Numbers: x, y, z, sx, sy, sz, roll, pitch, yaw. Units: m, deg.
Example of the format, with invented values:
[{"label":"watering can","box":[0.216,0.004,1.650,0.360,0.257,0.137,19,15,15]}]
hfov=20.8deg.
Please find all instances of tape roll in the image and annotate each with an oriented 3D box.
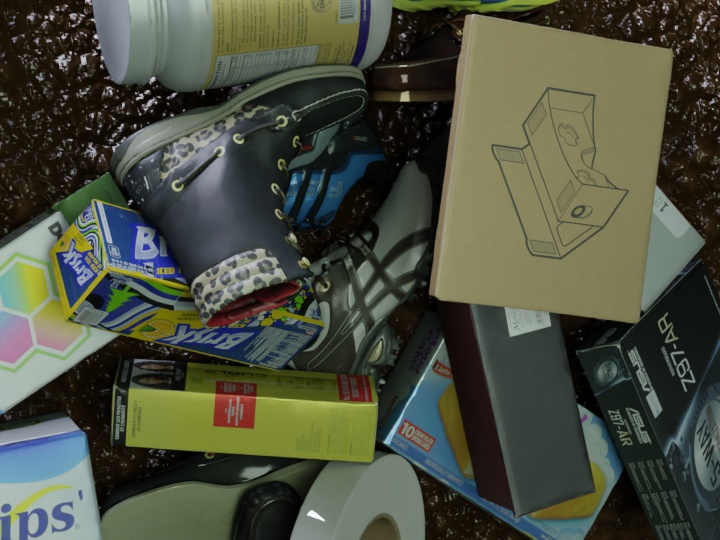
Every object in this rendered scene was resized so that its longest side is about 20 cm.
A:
[{"label":"tape roll","box":[-0.004,0.239,1.510,0.037,0.203,0.205,8,93,23]}]

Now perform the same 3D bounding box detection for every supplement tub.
[{"label":"supplement tub","box":[-0.090,-0.210,1.452,0.198,0.145,0.147,-8,97,-18]}]

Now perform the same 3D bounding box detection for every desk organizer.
[{"label":"desk organizer","box":[0.115,0.080,1.515,0.071,0.077,0.202,-15,99,-18]}]

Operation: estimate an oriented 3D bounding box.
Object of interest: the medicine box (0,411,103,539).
[{"label":"medicine box","box":[-0.283,0.222,1.443,0.181,0.103,0.202,-11,99,-18]}]

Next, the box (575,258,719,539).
[{"label":"box","box":[0.268,0.114,1.622,0.160,0.043,0.201,-37,107,-46]}]

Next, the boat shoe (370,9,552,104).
[{"label":"boat shoe","box":[0.080,-0.169,1.532,0.199,0.070,0.071,-14,108,-47]}]

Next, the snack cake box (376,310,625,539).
[{"label":"snack cake box","box":[0.112,0.135,1.595,0.199,0.067,0.115,33,84,-19]}]

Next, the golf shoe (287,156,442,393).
[{"label":"golf shoe","box":[0.000,0.000,1.526,0.094,0.078,0.201,18,98,-16]}]

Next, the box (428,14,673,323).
[{"label":"box","box":[0.138,-0.071,1.399,0.162,0.021,0.202,7,92,-19]}]

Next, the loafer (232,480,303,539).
[{"label":"loafer","box":[-0.054,0.259,1.516,0.072,0.072,0.201,-15,116,-13]}]

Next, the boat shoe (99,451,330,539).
[{"label":"boat shoe","box":[-0.109,0.170,1.524,0.200,0.063,0.074,-13,129,-17]}]

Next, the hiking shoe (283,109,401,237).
[{"label":"hiking shoe","box":[-0.061,-0.054,1.513,0.199,0.074,0.087,-35,104,-14]}]

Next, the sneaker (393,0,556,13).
[{"label":"sneaker","box":[0.111,-0.239,1.542,0.199,0.105,0.076,-12,99,-18]}]

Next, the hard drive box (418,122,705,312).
[{"label":"hard drive box","box":[0.151,-0.054,1.522,0.077,0.200,0.156,-46,108,-10]}]

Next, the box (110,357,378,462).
[{"label":"box","box":[-0.088,0.106,1.489,0.198,0.075,0.051,5,104,-3]}]

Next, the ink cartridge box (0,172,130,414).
[{"label":"ink cartridge box","box":[-0.241,0.022,1.463,0.199,0.059,0.104,-34,103,-14]}]

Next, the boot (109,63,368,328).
[{"label":"boot","box":[-0.062,-0.055,1.419,0.202,0.074,0.154,-22,69,-19]}]

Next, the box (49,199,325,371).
[{"label":"box","box":[-0.127,0.014,1.449,0.199,0.070,0.064,17,131,-39]}]
